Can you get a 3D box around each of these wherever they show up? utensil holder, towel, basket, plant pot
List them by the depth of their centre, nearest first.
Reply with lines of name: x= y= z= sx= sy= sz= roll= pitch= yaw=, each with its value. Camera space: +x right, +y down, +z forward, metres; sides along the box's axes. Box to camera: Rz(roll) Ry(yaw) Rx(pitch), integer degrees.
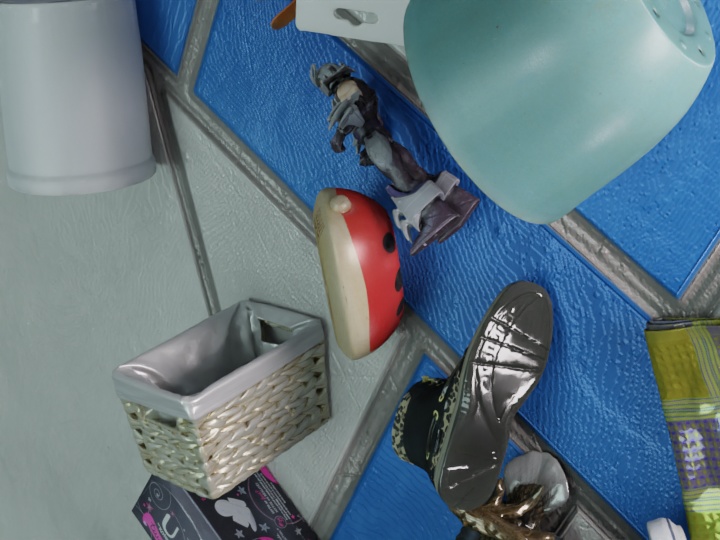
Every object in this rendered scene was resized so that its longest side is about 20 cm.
plant pot: x=0.155 y=-0.160 z=0.877 sx=0.160 sy=0.200 sz=0.203 roll=-30 pitch=84 yaw=34
towel: x=0.301 y=0.127 z=0.961 sx=0.142 sy=0.023 sz=0.203 roll=-5 pitch=102 yaw=45
basket: x=-0.140 y=0.133 z=1.285 sx=0.134 sy=0.199 sz=0.125 roll=12 pitch=120 yaw=41
utensil holder: x=-0.320 y=-0.201 z=1.350 sx=0.168 sy=0.169 sz=0.203 roll=13 pitch=114 yaw=41

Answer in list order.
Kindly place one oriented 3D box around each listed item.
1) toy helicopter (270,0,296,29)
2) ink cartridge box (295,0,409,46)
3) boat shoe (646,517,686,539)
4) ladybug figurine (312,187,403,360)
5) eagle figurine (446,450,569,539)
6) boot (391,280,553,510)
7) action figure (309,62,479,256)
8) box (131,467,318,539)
toy helicopter: x=-0.045 y=-0.307 z=1.101 sx=0.198 sy=0.078 sz=0.134 roll=-22 pitch=84 yaw=35
ink cartridge box: x=0.010 y=-0.300 z=1.017 sx=0.115 sy=0.067 sz=0.203 roll=10 pitch=117 yaw=9
boat shoe: x=0.300 y=0.288 z=1.003 sx=0.065 sy=0.074 sz=0.202 roll=-26 pitch=97 yaw=10
ladybug figurine: x=0.000 y=0.000 z=1.142 sx=0.201 sy=0.071 sz=0.137 roll=82 pitch=176 yaw=-54
eagle figurine: x=0.133 y=0.280 z=1.141 sx=0.201 sy=0.148 sz=0.153 roll=71 pitch=-169 yaw=-48
boot: x=0.094 y=0.102 z=1.112 sx=0.206 sy=0.073 sz=0.154 roll=-70 pitch=18 yaw=-2
action figure: x=0.016 y=-0.111 z=1.089 sx=0.069 sy=0.130 sz=0.201 roll=-42 pitch=78 yaw=17
box: x=-0.159 y=0.307 z=1.432 sx=0.201 sy=0.114 sz=0.133 roll=51 pitch=134 yaw=18
